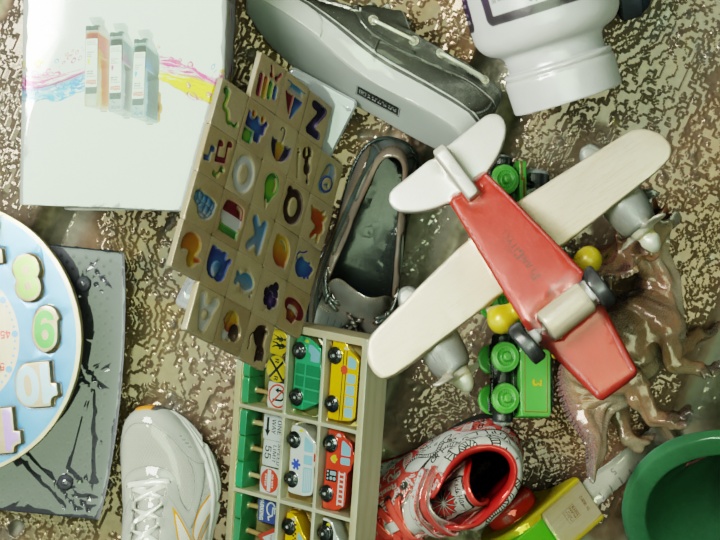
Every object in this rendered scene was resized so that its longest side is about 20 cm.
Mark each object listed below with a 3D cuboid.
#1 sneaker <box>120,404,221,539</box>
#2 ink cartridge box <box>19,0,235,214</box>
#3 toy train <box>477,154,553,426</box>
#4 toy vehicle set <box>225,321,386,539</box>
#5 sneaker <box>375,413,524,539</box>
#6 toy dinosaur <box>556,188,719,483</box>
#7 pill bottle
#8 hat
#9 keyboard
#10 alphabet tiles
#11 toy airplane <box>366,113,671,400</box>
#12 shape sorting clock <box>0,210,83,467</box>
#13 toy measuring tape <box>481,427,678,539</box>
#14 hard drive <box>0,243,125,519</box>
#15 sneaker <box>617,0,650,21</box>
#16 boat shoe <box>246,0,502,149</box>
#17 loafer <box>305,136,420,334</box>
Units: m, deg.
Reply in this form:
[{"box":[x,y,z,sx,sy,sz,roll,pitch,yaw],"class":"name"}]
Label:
[{"box":[-0.148,0.202,1.424,0.075,0.092,0.202,-7,95,20],"class":"sneaker"},{"box":[-0.162,-0.144,1.370,0.143,0.145,0.202,3,96,-3],"class":"ink cartridge box"},{"box":[0.117,0.014,1.432,0.056,0.042,0.202,2,84,-17],"class":"toy train"},{"box":[-0.042,0.140,1.425,0.123,0.026,0.202,8,97,37],"class":"toy vehicle set"},{"box":[0.032,0.176,1.426,0.200,0.108,0.068,-31,96,2],"class":"sneaker"},{"box":[0.188,0.052,1.419,0.135,0.086,0.201,33,82,-4],"class":"toy dinosaur"},{"box":[0.122,-0.219,1.387,0.110,0.111,0.202,-16,96,0],"class":"pill bottle"},{"box":[0.314,0.142,1.477,0.198,0.176,0.167,-14,114,30],"class":"hat"},{"box":[-0.071,-0.049,1.438,0.056,0.011,0.201,26,102,-5],"class":"keyboard"},{"box":[-0.070,-0.040,1.348,0.006,0.166,0.202,7,76,32],"class":"alphabet tiles"},{"box":[0.112,-0.007,1.355,0.198,0.141,0.201,3,70,24],"class":"toy airplane"},{"box":[-0.298,0.050,1.400,0.198,0.039,0.202,0,94,7],"class":"shape sorting clock"},{"box":[0.154,0.177,1.464,0.199,0.073,0.074,-37,96,-20],"class":"toy measuring tape"},{"box":[-0.243,0.079,1.442,0.133,0.042,0.202,5,95,-2],"class":"hard drive"},{"box":[0.213,-0.285,1.404,0.081,0.070,0.202,-4,98,-1],"class":"sneaker"},{"box":[0.010,-0.159,1.417,0.199,0.071,0.064,32,69,0],"class":"boat shoe"},{"box":[0.000,0.000,1.430,0.071,0.063,0.202,11,95,-1],"class":"loafer"}]
